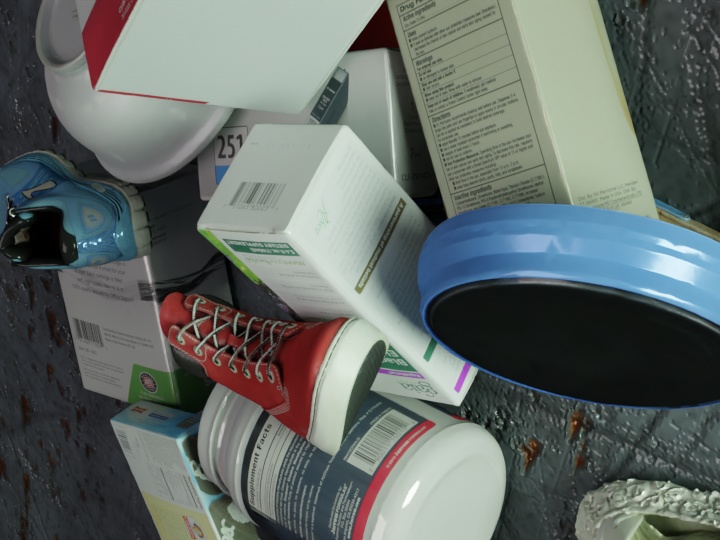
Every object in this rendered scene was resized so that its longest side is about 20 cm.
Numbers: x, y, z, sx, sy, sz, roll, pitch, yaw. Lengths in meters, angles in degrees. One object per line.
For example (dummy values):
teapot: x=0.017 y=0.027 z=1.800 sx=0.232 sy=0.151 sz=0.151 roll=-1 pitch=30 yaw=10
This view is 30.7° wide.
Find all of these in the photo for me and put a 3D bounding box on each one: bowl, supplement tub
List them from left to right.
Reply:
bowl: x=-0.163 y=-0.169 z=0.919 sx=0.200 sy=0.090 sz=0.202 roll=-17 pitch=64 yaw=40
supplement tub: x=-0.008 y=0.143 z=0.953 sx=0.199 sy=0.140 sz=0.141 roll=24 pitch=126 yaw=37
bowl: x=0.126 y=0.027 z=0.715 sx=0.199 sy=0.040 sz=0.201 roll=12 pitch=158 yaw=5

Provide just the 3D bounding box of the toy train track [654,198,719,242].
toy train track: x=0.178 y=-0.016 z=0.754 sx=0.200 sy=0.032 sz=0.115 roll=31 pitch=130 yaw=34

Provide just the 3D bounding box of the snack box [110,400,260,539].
snack box: x=-0.129 y=0.207 z=1.074 sx=0.116 sy=0.037 sz=0.201 roll=5 pitch=119 yaw=53

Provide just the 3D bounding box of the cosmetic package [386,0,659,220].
cosmetic package: x=0.090 y=-0.100 z=0.753 sx=0.105 sy=0.071 sz=0.201 roll=-13 pitch=93 yaw=52

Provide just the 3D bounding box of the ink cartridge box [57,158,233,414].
ink cartridge box: x=-0.185 y=0.009 z=1.113 sx=0.146 sy=0.084 sz=0.201 roll=11 pitch=116 yaw=43

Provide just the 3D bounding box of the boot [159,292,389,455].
boot: x=-0.061 y=0.049 z=0.794 sx=0.144 sy=0.073 sz=0.200 roll=29 pitch=164 yaw=2

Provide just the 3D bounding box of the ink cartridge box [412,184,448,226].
ink cartridge box: x=-0.004 y=-0.051 z=0.926 sx=0.199 sy=0.039 sz=0.100 roll=0 pitch=111 yaw=47

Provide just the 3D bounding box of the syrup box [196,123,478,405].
syrup box: x=0.000 y=0.000 z=0.813 sx=0.078 sy=0.082 sz=0.200 roll=6 pitch=150 yaw=42

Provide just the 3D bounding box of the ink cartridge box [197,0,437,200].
ink cartridge box: x=-0.037 y=-0.136 z=0.876 sx=0.199 sy=0.045 sz=0.177 roll=2 pitch=97 yaw=45

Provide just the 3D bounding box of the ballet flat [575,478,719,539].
ballet flat: x=0.198 y=0.169 z=0.806 sx=0.199 sy=0.072 sz=0.072 roll=-10 pitch=103 yaw=50

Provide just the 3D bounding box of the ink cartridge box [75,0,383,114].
ink cartridge box: x=-0.089 y=-0.222 z=0.793 sx=0.145 sy=0.145 sz=0.201 roll=-48 pitch=50 yaw=47

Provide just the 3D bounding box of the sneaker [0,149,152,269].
sneaker: x=-0.253 y=-0.044 z=1.026 sx=0.199 sy=0.090 sz=0.079 roll=11 pitch=115 yaw=44
